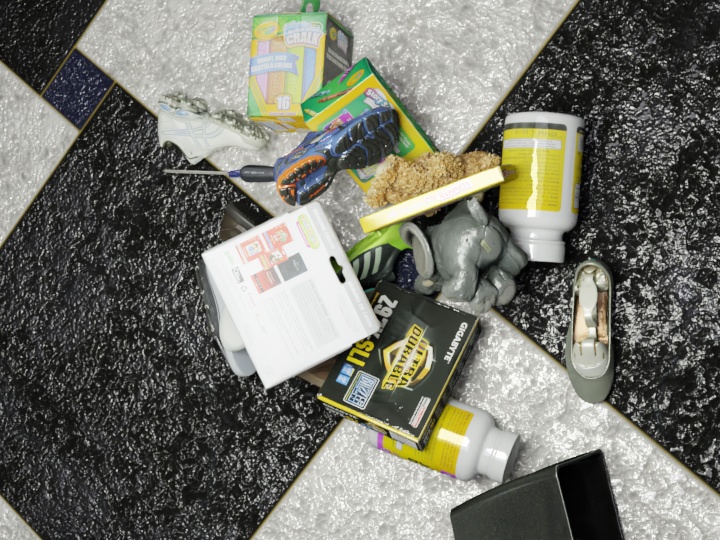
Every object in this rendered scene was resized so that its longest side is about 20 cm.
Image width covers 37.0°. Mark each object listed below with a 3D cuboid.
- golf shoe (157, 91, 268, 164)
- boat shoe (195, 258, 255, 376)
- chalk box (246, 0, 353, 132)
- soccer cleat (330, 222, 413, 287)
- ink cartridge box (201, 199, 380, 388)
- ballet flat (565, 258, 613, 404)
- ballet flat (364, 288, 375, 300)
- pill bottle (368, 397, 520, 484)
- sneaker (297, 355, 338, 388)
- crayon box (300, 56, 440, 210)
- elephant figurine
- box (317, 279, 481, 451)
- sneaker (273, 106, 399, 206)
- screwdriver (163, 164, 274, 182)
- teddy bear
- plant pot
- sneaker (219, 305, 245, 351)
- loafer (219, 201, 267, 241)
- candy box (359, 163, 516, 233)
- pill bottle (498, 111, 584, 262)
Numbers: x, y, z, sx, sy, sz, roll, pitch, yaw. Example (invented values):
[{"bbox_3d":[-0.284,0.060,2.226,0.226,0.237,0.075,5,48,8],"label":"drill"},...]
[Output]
[{"bbox_3d":[-0.234,-0.209,1.693,0.199,0.078,0.098,22,110,24],"label":"golf shoe"},{"bbox_3d":[-0.212,0.070,1.659,0.066,0.070,0.201,-21,85,39],"label":"boat shoe"},{"bbox_3d":[-0.089,-0.316,1.615,0.123,0.124,0.201,2,85,18],"label":"chalk box"},{"bbox_3d":[0.000,0.000,1.567,0.200,0.068,0.081,-37,109,-4],"label":"soccer cleat"},{"bbox_3d":[-0.089,0.030,1.454,0.175,0.084,0.201,-25,89,1],"label":"ink cartridge box"},{"bbox_3d":[0.313,0.083,1.479,0.067,0.064,0.201,1,86,19],"label":"ballet flat"},{"bbox_3d":[-0.052,0.083,1.564,0.199,0.068,0.069,-18,72,-10],"label":"ballet flat"},{"bbox_3d":[0.119,0.231,1.511,0.199,0.104,0.105,18,91,19],"label":"pill bottle"},{"bbox_3d":[-0.059,0.130,1.598,0.199,0.070,0.076,22,88,17],"label":"sneaker"},{"bbox_3d":[0.021,-0.190,1.536,0.119,0.200,0.058,-34,34,13],"label":"crayon box"},{"bbox_3d":[0.118,-0.027,1.472,0.200,0.141,0.156,28,97,53],"label":"elephant figurine"},{"bbox_3d":[0.055,0.128,1.492,0.159,0.049,0.201,21,67,22],"label":"box"},{"bbox_3d":[-0.037,-0.169,1.461,0.199,0.076,0.078,-29,42,-10],"label":"sneaker"},{"bbox_3d":[-0.222,-0.150,1.698,0.199,0.028,0.029,-1,114,20],"label":"screwdriver"},{"bbox_3d":[0.101,-0.120,1.508,0.145,0.199,0.067,-51,46,43],"label":"teddy bear"},{"bbox_3d":[0.233,0.360,1.425,0.177,0.199,0.201,-16,81,27],"label":"plant pot"},{"bbox_3d":[-0.162,0.030,1.558,0.075,0.100,0.201,31,107,13],"label":"sneaker"},{"bbox_3d":[-0.138,-0.021,1.641,0.200,0.073,0.071,42,111,18],"label":"loafer"},{"bbox_3d":[0.104,-0.096,1.428,0.199,0.102,0.027,-20,88,19],"label":"candy box"},{"bbox_3d":[0.248,-0.113,1.489,0.111,0.111,0.201,4,90,19],"label":"pill bottle"}]
